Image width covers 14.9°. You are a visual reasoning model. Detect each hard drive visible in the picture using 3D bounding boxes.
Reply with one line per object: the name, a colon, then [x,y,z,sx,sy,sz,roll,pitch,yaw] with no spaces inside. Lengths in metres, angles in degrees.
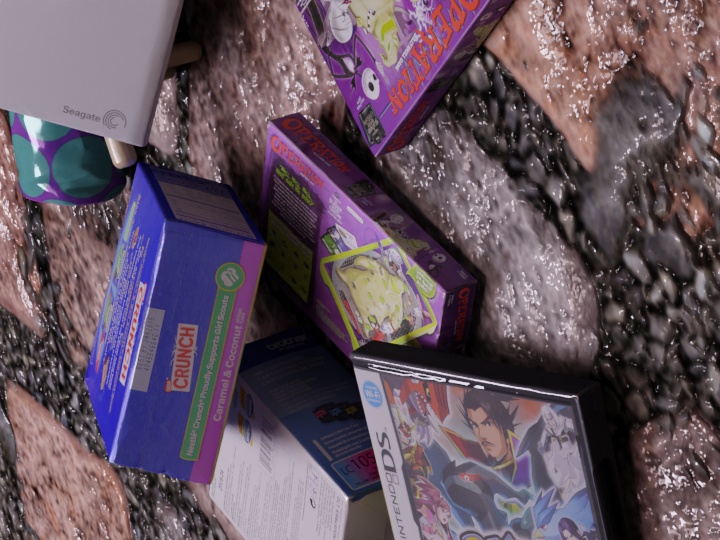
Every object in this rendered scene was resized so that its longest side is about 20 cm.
hard drive: [-0.183,-0.196,1.849,0.027,0.132,0.200,-68,-7,-79]

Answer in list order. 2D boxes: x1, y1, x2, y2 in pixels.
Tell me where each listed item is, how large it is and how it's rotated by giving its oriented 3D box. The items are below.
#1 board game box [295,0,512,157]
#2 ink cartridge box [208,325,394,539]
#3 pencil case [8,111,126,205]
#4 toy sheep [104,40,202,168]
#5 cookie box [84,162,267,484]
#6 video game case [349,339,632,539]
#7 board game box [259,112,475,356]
board game box: [0.026,-0.167,1.665,0.120,0.032,0.200,59,149,14]
ink cartridge box: [-0.038,0.135,1.895,0.200,0.076,0.137,44,140,39]
pencil case: [-0.226,-0.149,2.052,0.092,0.085,0.200,-90,-5,-67]
toy sheep: [-0.191,-0.169,1.931,0.138,0.138,0.200,-33,77,61]
cookie box: [-0.128,0.032,1.872,0.200,0.075,0.171,-125,48,-74]
video game case: [0.085,0.140,1.690,0.200,0.025,0.181,9,118,48]
board game box: [0.000,0.000,1.785,0.200,0.032,0.120,46,146,37]
